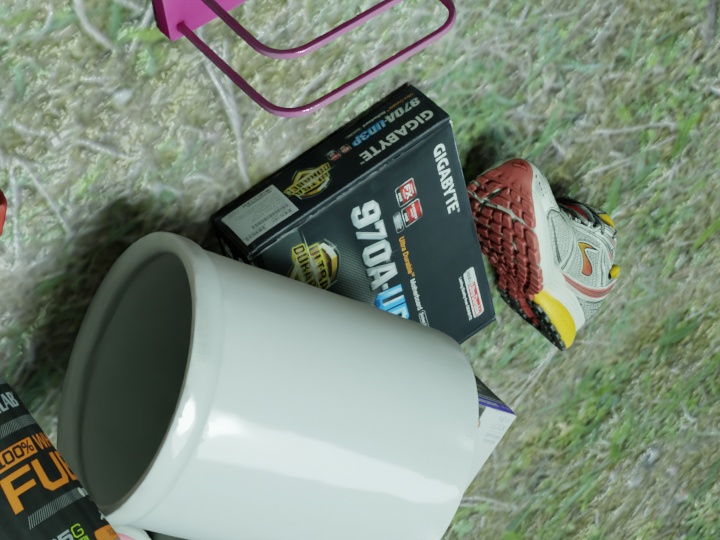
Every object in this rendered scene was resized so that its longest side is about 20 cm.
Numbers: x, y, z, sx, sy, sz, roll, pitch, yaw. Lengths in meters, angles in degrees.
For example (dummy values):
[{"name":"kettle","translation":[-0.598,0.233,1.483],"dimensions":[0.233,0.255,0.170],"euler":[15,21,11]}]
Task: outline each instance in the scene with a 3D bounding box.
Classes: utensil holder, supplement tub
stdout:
[{"name":"utensil holder","translation":[-0.053,0.086,1.482],"dimensions":[0.199,0.170,0.171],"euler":[18,111,-28]},{"name":"supplement tub","translation":[-0.212,0.141,1.384],"dimensions":[0.122,0.200,0.123],"euler":[-37,176,-3]}]

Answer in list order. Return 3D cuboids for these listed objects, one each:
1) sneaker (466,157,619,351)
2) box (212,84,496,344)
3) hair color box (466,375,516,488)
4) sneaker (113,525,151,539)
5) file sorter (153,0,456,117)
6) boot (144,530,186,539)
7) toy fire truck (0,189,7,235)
[{"name":"sneaker","translation":[0.125,-0.026,1.694],"dimensions":[0.082,0.078,0.200],"euler":[-45,152,-9]},{"name":"box","translation":[0.000,0.000,1.607],"dimensions":[0.158,0.046,0.201],"euler":[-34,140,-16]},{"name":"hair color box","translation":[0.008,0.154,1.741],"dimensions":[0.109,0.065,0.201],"euler":[19,107,-49]},{"name":"sneaker","translation":[-0.180,0.262,1.608],"dimensions":[0.075,0.105,0.201],"euler":[18,116,-14]},{"name":"file sorter","translation":[-0.033,-0.203,1.328],"dimensions":[0.138,0.125,0.201],"euler":[-31,140,-20]},{"name":"boot","translation":[-0.093,0.228,1.651],"dimensions":[0.067,0.131,0.201],"euler":[-31,140,-19]},{"name":"toy fire truck","translation":[-0.289,0.022,1.344],"dimensions":[0.199,0.049,0.142],"euler":[-13,131,-38]}]
